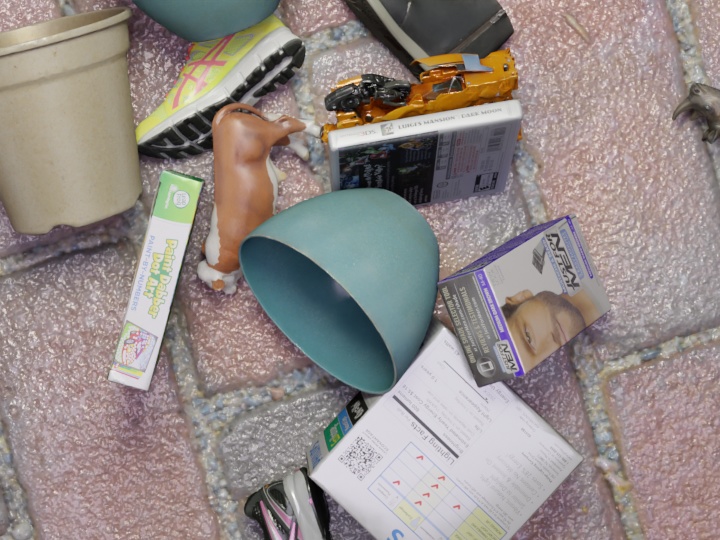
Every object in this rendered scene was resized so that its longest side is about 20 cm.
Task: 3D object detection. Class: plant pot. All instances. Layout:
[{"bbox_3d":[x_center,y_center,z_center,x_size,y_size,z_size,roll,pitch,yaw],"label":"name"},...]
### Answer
[{"bbox_3d":[-0.293,-0.140,1.504,0.199,0.201,0.185,-14,105,-2],"label":"plant pot"},{"bbox_3d":[-0.143,-0.296,1.465,0.198,0.200,0.136,-21,113,-2],"label":"plant pot"},{"bbox_3d":[0.000,0.000,1.498,0.200,0.200,0.135,47,67,-5],"label":"plant pot"}]

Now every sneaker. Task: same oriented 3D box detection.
[{"bbox_3d":[0.060,-0.271,1.556,0.106,0.075,0.200,-48,117,-6],"label":"sneaker"},{"bbox_3d":[-0.062,0.308,1.600,0.086,0.080,0.202,-17,87,10],"label":"sneaker"},{"bbox_3d":[-0.152,-0.191,1.563,0.199,0.078,0.091,-37,68,5],"label":"sneaker"}]

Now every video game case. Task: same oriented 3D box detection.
[{"bbox_3d":[0.059,-0.105,1.514,0.180,0.200,0.024,-10,73,-3],"label":"video game case"}]

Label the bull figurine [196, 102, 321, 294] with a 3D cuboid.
[{"bbox_3d":[-0.103,-0.068,1.559,0.120,0.065,0.202,-6,112,-21],"label":"bull figurine"}]

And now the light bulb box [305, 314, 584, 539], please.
[{"bbox_3d":[0.080,0.186,1.567,0.198,0.125,0.200,43,91,-6],"label":"light bulb box"}]

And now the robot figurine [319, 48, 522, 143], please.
[{"bbox_3d":[0.057,-0.155,1.530,0.198,0.146,0.059,-8,53,2],"label":"robot figurine"}]

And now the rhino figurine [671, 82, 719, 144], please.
[{"bbox_3d":[0.418,-0.172,1.598,0.198,0.060,0.088,-9,105,0],"label":"rhino figurine"}]

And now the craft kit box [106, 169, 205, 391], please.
[{"bbox_3d":[-0.194,0.003,1.501,0.048,0.200,0.199,17,93,-6],"label":"craft kit box"}]

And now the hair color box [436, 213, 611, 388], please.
[{"bbox_3d":[0.165,0.026,1.530,0.064,0.200,0.110,-19,96,39],"label":"hair color box"}]
